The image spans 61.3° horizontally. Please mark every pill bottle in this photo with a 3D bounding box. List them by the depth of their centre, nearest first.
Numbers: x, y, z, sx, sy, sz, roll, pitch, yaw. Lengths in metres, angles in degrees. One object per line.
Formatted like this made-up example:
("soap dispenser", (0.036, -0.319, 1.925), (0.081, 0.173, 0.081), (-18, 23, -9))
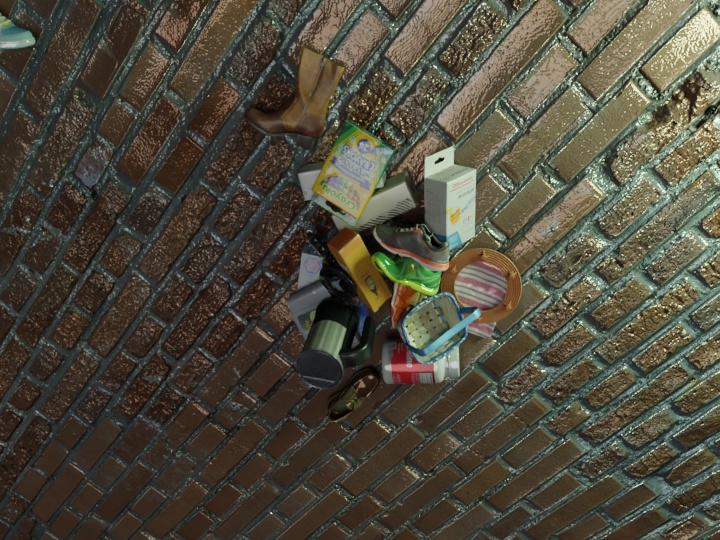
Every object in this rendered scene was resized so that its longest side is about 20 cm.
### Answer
("pill bottle", (0.156, 0.232, 1.564), (0.193, 0.113, 0.116), (-3, 116, 10))

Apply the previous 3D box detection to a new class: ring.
("ring", (0.291, 0.044, 1.472), (0.193, 0.019, 0.207), (6, 116, 12))

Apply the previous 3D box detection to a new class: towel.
("towel", (0.288, 0.069, 1.509), (0.142, 0.030, 0.205), (18, 118, 2))

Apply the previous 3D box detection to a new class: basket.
("basket", (0.174, 0.138, 1.432), (0.173, 0.199, 0.142), (-31, 101, -17))

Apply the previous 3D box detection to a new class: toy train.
("toy train", (-0.069, -0.013, 1.483), (0.045, 0.034, 0.201), (-29, 109, 34))

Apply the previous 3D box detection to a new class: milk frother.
("milk frother", (-0.074, 0.126, 1.410), (0.177, 0.190, 0.202), (-25, 115, 26))

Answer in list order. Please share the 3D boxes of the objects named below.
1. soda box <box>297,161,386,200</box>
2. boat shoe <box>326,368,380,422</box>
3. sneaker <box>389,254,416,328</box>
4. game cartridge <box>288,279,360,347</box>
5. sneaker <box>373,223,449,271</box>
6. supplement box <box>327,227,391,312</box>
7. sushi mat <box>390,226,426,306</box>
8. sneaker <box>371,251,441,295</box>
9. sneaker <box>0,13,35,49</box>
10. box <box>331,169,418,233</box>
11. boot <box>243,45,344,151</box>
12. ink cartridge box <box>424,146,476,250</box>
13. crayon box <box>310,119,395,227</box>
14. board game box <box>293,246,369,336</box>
("soda box", (-0.042, -0.218, 1.406), (0.193, 0.064, 0.070), (-8, 115, 14))
("boat shoe", (-0.021, 0.352, 1.673), (0.075, 0.074, 0.200), (39, 116, -11))
("sneaker", (0.110, 0.059, 1.498), (0.074, 0.074, 0.205), (6, 120, -3))
("game cartridge", (-0.096, 0.130, 1.555), (0.130, 0.041, 0.203), (-22, 111, 24))
("sneaker", (0.120, -0.074, 1.358), (0.196, 0.077, 0.084), (26, 121, 23))
("supplement box", (0.000, 0.000, 1.426), (0.066, 0.068, 0.202), (-40, 124, -14))
("sushi mat", (0.143, -0.005, 1.507), (0.093, 0.012, 0.205), (19, 117, 1))
("sneaker", (0.106, -0.009, 1.406), (0.196, 0.074, 0.086), (21, 96, -31))
("sneaker", (-0.831, -0.574, 1.360), (0.193, 0.080, 0.134), (9, 119, 4))
("box", (0.034, -0.153, 1.416), (0.195, 0.083, 0.070), (-23, 113, 20))
("boot", (-0.149, -0.389, 1.339), (0.183, 0.069, 0.204), (21, 117, -1))
("ink cartridge box", (0.201, -0.160, 1.357), (0.067, 0.114, 0.206), (19, 124, 40))
("crayon box", (-0.023, -0.208, 1.340), (0.123, 0.052, 0.204), (30, 109, 2))
("board game box", (-0.066, 0.057, 1.556), (0.193, 0.041, 0.206), (12, 117, 4))
